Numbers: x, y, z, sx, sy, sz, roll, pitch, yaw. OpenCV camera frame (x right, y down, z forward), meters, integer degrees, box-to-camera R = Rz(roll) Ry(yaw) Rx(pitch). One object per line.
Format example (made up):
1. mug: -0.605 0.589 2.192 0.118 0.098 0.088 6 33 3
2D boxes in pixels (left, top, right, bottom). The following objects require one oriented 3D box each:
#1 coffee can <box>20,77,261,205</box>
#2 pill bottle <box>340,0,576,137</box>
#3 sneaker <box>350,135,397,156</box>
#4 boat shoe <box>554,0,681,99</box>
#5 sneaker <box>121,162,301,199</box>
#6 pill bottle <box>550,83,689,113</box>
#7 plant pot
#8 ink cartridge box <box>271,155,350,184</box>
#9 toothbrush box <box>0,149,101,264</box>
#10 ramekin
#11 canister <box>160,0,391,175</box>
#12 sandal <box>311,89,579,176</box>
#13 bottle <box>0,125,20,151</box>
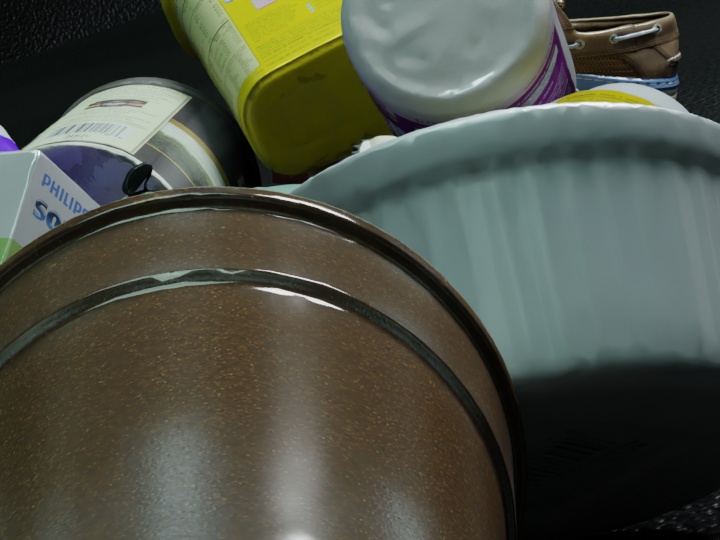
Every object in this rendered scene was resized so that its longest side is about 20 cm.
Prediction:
1. coffee can: -0.147 -0.026 1.368 0.146 0.147 0.200 -13 13 11
2. pill bottle: 0.060 -0.111 1.255 0.112 0.113 0.200 -13 -16 8
3. sneaker: 0.053 0.015 1.013 0.093 0.070 0.200 -8 45 -11
4. boat shoe: 0.112 -0.149 1.492 0.199 0.073 0.072 3 15 -13
5. sneaker: -0.085 -0.007 1.060 0.118 0.074 0.200 0 -9 -22
6. pill bottle: 0.113 -0.027 1.143 0.114 0.115 0.200 -10 14 22
7. plant pot: -0.041 0.101 0.637 0.200 0.201 0.198 -15 20 2
8. ink cartridge box: 0.046 -0.091 1.528 0.199 0.068 0.117 5 15 2
9. toothbrush box: -0.190 0.060 0.929 0.145 0.086 0.200 -4 61 31
10. ramekin: 0.058 0.030 0.821 0.200 0.098 0.201 -9 -25 -4
11. canister: -0.034 -0.154 1.434 0.148 0.087 0.200 -26 35 -4
12. sandal: 0.068 -0.101 1.414 0.211 0.070 0.078 -15 13 1
13. bottle: -0.163 0.002 1.191 0.065 0.200 0.084 11 -55 -50
